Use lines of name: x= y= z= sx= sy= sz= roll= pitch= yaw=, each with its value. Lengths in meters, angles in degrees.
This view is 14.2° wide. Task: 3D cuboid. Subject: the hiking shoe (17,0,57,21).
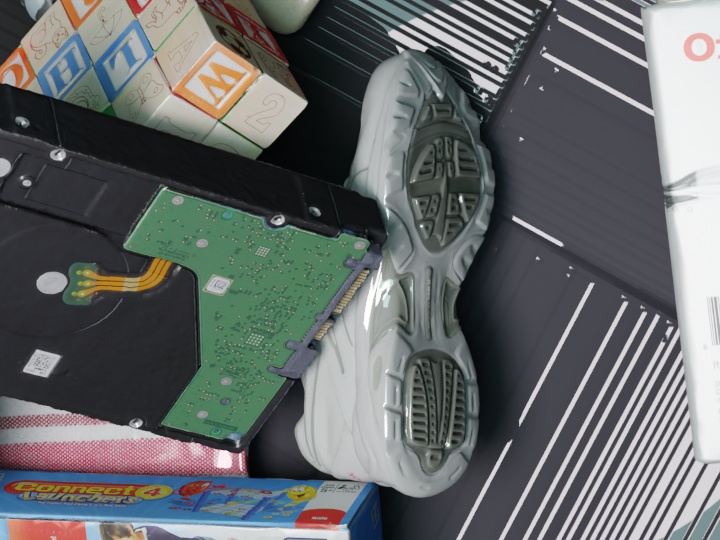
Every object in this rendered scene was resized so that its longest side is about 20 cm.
hiking shoe: x=-0.155 y=-0.204 z=1.290 sx=0.086 sy=0.074 sz=0.201 roll=25 pitch=129 yaw=18

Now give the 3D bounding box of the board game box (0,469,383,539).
board game box: x=-0.085 y=0.195 z=1.332 sx=0.195 sy=0.056 sz=0.201 roll=1 pitch=109 yaw=15

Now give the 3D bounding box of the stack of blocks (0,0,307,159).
stack of blocks: x=-0.125 y=-0.047 z=1.284 sx=0.200 sy=0.058 sz=0.115 roll=-46 pitch=41 yaw=15

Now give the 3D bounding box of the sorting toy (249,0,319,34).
sorting toy: x=-0.050 y=-0.237 z=1.310 sx=0.185 sy=0.036 sz=0.200 roll=38 pitch=104 yaw=8

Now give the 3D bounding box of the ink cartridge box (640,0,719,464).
ink cartridge box: x=0.207 y=-0.027 z=1.238 sx=0.146 sy=0.083 sz=0.201 roll=-5 pitch=95 yaw=16

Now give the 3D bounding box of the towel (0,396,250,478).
towel: x=-0.120 y=0.059 z=1.366 sx=0.146 sy=0.030 sz=0.201 roll=-2 pitch=93 yaw=16

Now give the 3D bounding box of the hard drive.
hard drive: x=-0.106 y=0.001 z=1.225 sx=0.199 sy=0.038 sz=0.140 roll=16 pitch=128 yaw=-28

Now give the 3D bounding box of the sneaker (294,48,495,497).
sneaker: x=0.000 y=0.000 z=1.299 sx=0.099 sy=0.078 sz=0.201 roll=-3 pitch=77 yaw=42
